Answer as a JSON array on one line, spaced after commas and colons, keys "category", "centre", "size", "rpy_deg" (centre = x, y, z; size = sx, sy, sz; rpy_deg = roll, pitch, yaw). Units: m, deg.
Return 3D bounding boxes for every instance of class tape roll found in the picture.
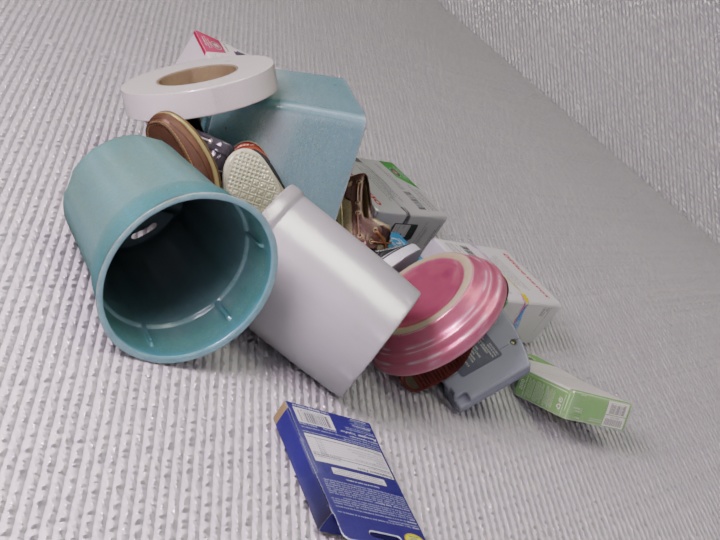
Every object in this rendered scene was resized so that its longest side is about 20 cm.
[{"category": "tape roll", "centre": [-0.205, -0.235, 1.633], "size": [0.202, 0.037, 0.203], "rpy_deg": [-8, 20, 3]}]

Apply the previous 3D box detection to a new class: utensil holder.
[{"category": "utensil holder", "centre": [-0.054, 0.027, 1.494], "size": [0.200, 0.170, 0.170], "rpy_deg": [39, 21, 1]}]

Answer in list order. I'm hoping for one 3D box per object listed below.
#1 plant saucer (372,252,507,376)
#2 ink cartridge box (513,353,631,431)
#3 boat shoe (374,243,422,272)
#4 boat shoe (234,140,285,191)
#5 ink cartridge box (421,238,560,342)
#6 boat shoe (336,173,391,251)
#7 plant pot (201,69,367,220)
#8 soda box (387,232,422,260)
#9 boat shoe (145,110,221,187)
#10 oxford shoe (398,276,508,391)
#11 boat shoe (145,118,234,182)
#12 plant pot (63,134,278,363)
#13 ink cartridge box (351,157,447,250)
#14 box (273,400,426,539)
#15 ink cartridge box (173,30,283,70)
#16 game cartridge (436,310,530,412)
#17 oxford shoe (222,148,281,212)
[{"category": "plant saucer", "centre": [0.087, 0.045, 1.615], "size": [0.051, 0.200, 0.201], "rpy_deg": [55, 12, -27]}, {"category": "ink cartridge box", "centre": [0.275, 0.168, 1.857], "size": [0.145, 0.048, 0.200], "rpy_deg": [15, 6, -42]}, {"category": "boat shoe", "centre": [-0.001, 0.002, 1.693], "size": [0.199, 0.074, 0.068], "rpy_deg": [-32, 67, -35]}, {"category": "boat shoe", "centre": [-0.112, -0.075, 1.661], "size": [0.201, 0.071, 0.063], "rpy_deg": [63, 3, -18]}, {"category": "ink cartridge box", "centre": [0.189, 0.033, 1.946], "size": [0.200, 0.084, 0.145], "rpy_deg": [7, 34, -51]}, {"category": "boat shoe", "centre": [0.008, -0.048, 1.785], "size": [0.072, 0.072, 0.201], "rpy_deg": [50, 23, -58]}, {"category": "plant pot", "centre": [-0.127, -0.171, 1.755], "size": [0.199, 0.197, 0.197], "rpy_deg": [12, 22, -16]}, {"category": "soda box", "centre": [0.081, 0.032, 1.818], "size": [0.200, 0.064, 0.068], "rpy_deg": [46, 24, 27]}, {"category": "boat shoe", "centre": [-0.208, -0.092, 1.529], "size": [0.068, 0.072, 0.201], "rpy_deg": [-44, 120, -48]}, {"category": "oxford shoe", "centre": [0.109, 0.077, 1.666], "size": [0.075, 0.200, 0.071], "rpy_deg": [19, -33, 49]}, {"category": "boat shoe", "centre": [-0.215, -0.176, 1.637], "size": [0.072, 0.063, 0.200], "rpy_deg": [22, 17, -40]}, {"category": "plant pot", "centre": [-0.219, -0.039, 1.367], "size": [0.200, 0.201, 0.196], "rpy_deg": [16, 21, -40]}, {"category": "ink cartridge box", "centre": [0.018, -0.101, 1.969], "size": [0.146, 0.084, 0.200], "rpy_deg": [47, 24, 26]}, {"category": "box", "centre": [-0.010, 0.224, 1.329], "size": [0.121, 0.032, 0.200], "rpy_deg": [20, 25, -34]}, {"category": "ink cartridge box", "centre": [-0.185, -0.284, 2.044], "size": [0.199, 0.084, 0.145], "rpy_deg": [19, 27, -36]}, {"category": "game cartridge", "centre": [0.132, 0.083, 1.708], "size": [0.133, 0.042, 0.200], "rpy_deg": [-25, 59, -20]}, {"category": "oxford shoe", "centre": [-0.125, -0.060, 1.603], "size": [0.058, 0.075, 0.201], "rpy_deg": [-130, -162, -66]}]
